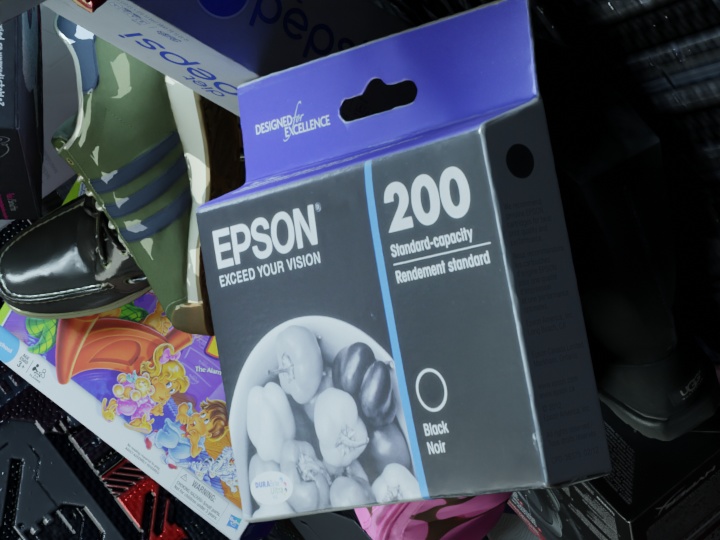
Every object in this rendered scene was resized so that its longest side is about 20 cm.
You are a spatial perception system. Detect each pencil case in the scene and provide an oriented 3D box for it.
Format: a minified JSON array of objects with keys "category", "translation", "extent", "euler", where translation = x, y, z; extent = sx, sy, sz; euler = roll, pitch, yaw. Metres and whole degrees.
[{"category":"pencil case","translation":[0.044,0.082,1.139],"extent":[0.091,0.094,0.200],"euler":[28,159,4]}]

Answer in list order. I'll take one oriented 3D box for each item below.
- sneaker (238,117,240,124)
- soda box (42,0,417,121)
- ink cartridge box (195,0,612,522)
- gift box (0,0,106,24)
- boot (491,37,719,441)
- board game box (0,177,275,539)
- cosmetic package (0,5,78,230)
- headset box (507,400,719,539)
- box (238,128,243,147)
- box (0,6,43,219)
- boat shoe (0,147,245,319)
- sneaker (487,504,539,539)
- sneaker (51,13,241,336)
[{"category":"sneaker","translation":[-0.077,-0.104,1.370],"extent":[0.200,0.100,0.075],"euler":[32,149,44]},{"category":"soda box","translation":[-0.057,-0.117,1.122],"extent":[0.200,0.064,0.068],"euler":[28,164,-34]},{"category":"ink cartridge box","translation":[0.008,0.000,1.013],"extent":[0.198,0.043,0.200],"euler":[-14,84,49]},{"category":"gift box","translation":[-0.147,-0.216,0.952],"extent":[0.185,0.200,0.187],"euler":[52,145,13]},{"category":"boot","translation":[0.082,-0.027,1.073],"extent":[0.165,0.066,0.200],"euler":[33,163,36]},{"category":"board game box","translation":[-0.104,0.043,1.377],"extent":[0.200,0.135,0.045],"euler":[35,-168,18]},{"category":"cosmetic package","translation":[-0.215,-0.169,1.484],"extent":[0.123,0.200,0.199],"euler":[41,164,43]},{"category":"headset box","translation":[0.128,0.104,1.271],"extent":[0.149,0.077,0.200],"euler":[46,168,30]},{"category":"box","translation":[-0.046,0.015,1.474],"extent":[0.200,0.097,0.176],"euler":[49,-165,14]},{"category":"box","translation":[-0.225,-0.109,1.251],"extent":[0.200,0.115,0.132],"euler":[114,155,-77]},{"category":"boat shoe","translation":[-0.117,-0.028,1.321],"extent":[0.066,0.201,0.072],"euler":[42,-146,-70]},{"category":"sneaker","translation":[0.157,0.204,1.455],"extent":[0.199,0.081,0.115],"euler":[37,159,48]},{"category":"sneaker","translation":[-0.113,-0.058,1.232],"extent":[0.090,0.067,0.200],"euler":[11,130,13]}]
